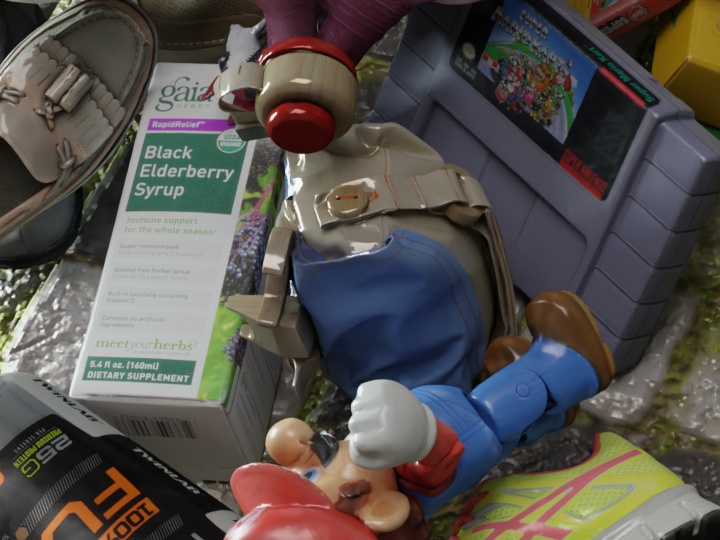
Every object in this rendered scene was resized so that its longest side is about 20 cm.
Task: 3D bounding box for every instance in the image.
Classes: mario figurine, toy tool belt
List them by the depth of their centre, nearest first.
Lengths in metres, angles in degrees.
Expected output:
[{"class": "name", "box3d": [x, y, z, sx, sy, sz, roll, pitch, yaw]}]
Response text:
[{"class": "mario figurine", "box3d": [0.013, 0.069, 1.236, 0.106, 0.124, 0.200, 27, 46, 36]}, {"class": "toy tool belt", "box3d": [0.000, 0.000, 1.317, 0.124, 0.200, 0.123, -8, 52, 20]}]

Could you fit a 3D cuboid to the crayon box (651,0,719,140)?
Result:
[{"class": "crayon box", "box3d": [0.214, -0.125, 1.409, 0.126, 0.051, 0.201, 19, 58, -12]}]

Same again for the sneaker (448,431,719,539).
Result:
[{"class": "sneaker", "box3d": [0.062, 0.139, 1.285, 0.199, 0.078, 0.090, -25, 52, -17]}]

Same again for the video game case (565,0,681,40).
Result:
[{"class": "video game case", "box3d": [0.124, -0.171, 1.441, 0.200, 0.017, 0.144, -28, 41, 45]}]

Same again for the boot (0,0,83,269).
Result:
[{"class": "boot", "box3d": [-0.200, -0.108, 1.478, 0.069, 0.132, 0.201, -17, 54, 0]}]

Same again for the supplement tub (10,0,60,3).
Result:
[{"class": "supplement tub", "box3d": [-0.134, -0.213, 1.435, 0.143, 0.200, 0.145, 3, 101, 17]}]

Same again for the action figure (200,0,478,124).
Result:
[{"class": "action figure", "box3d": [0.006, -0.137, 1.375, 0.149, 0.134, 0.200, 45, 106, 8]}]

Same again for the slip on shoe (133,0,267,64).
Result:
[{"class": "slip on shoe", "box3d": [-0.040, -0.163, 1.521, 0.199, 0.061, 0.076, -9, 54, 7]}]

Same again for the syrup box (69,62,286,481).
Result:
[{"class": "syrup box", "box3d": [-0.077, -0.002, 1.407, 0.078, 0.082, 0.201, 3, 58, 14]}]

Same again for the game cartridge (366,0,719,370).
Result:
[{"class": "game cartridge", "box3d": [0.086, -0.062, 1.388, 0.038, 0.130, 0.200, -12, 44, -40]}]

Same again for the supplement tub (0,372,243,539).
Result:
[{"class": "supplement tub", "box3d": [-0.112, 0.144, 1.283, 0.199, 0.123, 0.123, 32, 68, 23]}]

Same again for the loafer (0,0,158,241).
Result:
[{"class": "loafer", "box3d": [-0.176, -0.052, 1.409, 0.072, 0.063, 0.200, 44, 100, -8]}]
